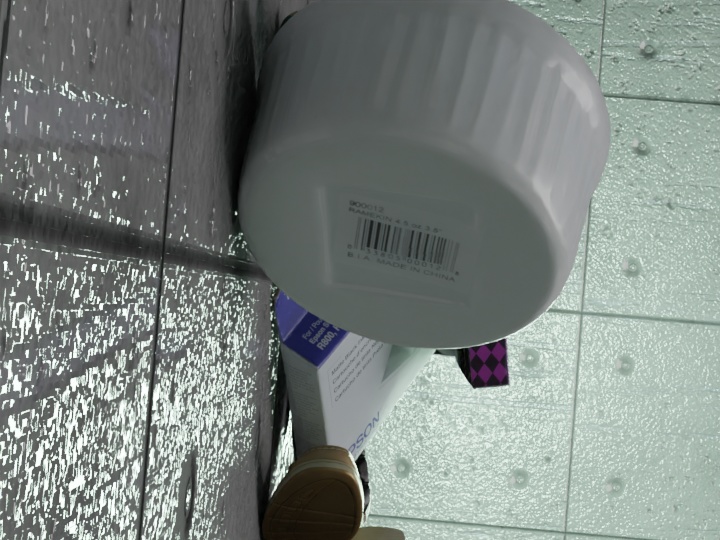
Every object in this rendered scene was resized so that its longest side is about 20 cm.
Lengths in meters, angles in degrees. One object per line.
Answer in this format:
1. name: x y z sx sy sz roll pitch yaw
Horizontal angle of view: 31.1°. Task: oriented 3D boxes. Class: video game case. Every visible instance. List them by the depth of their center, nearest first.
1. video game case: 0.093 -0.016 1.077 0.181 0.035 0.202 -83 169 -86

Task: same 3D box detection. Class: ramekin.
1. ramekin: 0.029 -0.046 0.693 0.201 0.198 0.098 92 12 -52

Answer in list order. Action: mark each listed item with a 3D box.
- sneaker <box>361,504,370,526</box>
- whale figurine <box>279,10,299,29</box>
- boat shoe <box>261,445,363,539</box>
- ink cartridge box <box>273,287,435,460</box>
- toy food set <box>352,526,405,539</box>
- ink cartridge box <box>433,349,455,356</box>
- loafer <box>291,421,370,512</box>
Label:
1. sneaker: -0.026 0.257 1.404 0.201 0.070 0.076 -84 176 -48
2. whale figurine: 0.000 -0.095 0.789 0.104 0.159 0.200 -46 168 -11
3. boat shoe: -0.039 0.178 0.979 0.201 0.073 0.070 107 -11 -51
4. ink cartridge box: 0.010 0.035 1.012 0.200 0.040 0.201 -50 149 -35
5. toy food set: -0.020 0.312 1.057 0.200 0.060 0.145 -49 -154 47
6. ink cartridge box: 0.042 -0.023 1.242 0.043 0.198 0.200 2 91 -66
7. loafer: -0.034 0.120 1.122 0.070 0.068 0.203 -23 -115 48
